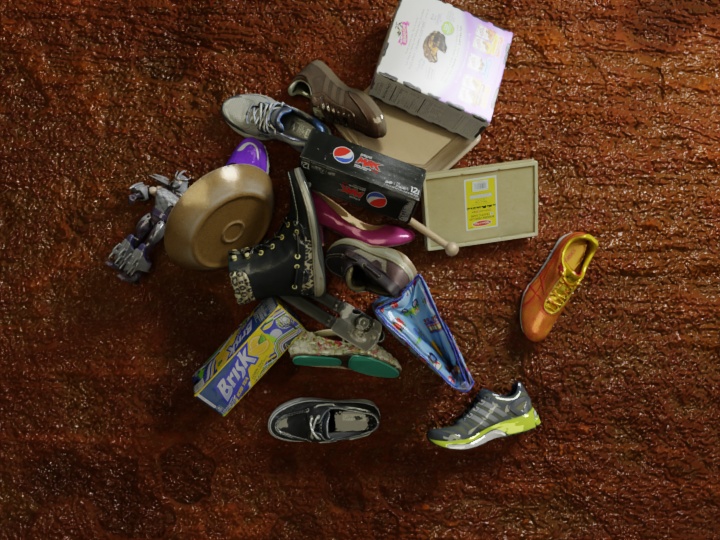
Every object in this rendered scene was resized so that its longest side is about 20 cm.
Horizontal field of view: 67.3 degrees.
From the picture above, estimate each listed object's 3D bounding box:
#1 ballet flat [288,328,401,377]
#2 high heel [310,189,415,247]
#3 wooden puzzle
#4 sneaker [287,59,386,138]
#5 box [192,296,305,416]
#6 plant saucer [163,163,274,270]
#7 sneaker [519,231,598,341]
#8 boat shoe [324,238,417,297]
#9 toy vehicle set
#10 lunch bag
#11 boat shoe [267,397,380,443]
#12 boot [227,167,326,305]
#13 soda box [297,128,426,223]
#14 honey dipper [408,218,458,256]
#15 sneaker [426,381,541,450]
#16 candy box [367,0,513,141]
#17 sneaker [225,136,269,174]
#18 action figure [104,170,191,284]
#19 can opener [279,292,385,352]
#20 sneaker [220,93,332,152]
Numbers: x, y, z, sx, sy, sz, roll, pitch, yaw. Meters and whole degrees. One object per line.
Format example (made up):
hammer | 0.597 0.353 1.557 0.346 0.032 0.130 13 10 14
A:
ballet flat | -0.023 0.133 0.916 0.194 0.076 0.065 10 57 -6
high heel | -0.005 -0.090 0.906 0.194 0.068 0.099 1 101 3
wooden puzzle | 0.078 -0.240 0.927 0.184 0.037 0.201 -40 87 1
sneaker | -0.040 -0.263 0.880 0.075 0.071 0.200 -38 61 -13
box | -0.188 0.139 0.902 0.200 0.064 0.070 -46 119 1
plant saucer | -0.207 -0.070 0.844 0.200 0.200 0.035 -46 65 0
sneaker | 0.328 0.025 0.911 0.071 0.077 0.204 24 92 -3
boat shoe | 0.000 0.000 0.834 0.065 0.197 0.073 -47 125 -25
toy vehicle set | 0.200 -0.110 0.907 0.194 0.027 0.128 -7 109 -4
lunch bag | 0.110 0.112 0.871 0.093 0.151 0.202 -36 91 0
boat shoe | -0.063 0.258 0.913 0.194 0.068 0.074 -1 91 0
boot | -0.136 -0.045 0.839 0.149 0.074 0.209 -9 112 -3
soda box | 0.001 -0.149 0.857 0.195 0.064 0.072 20 55 -2
honey dipper | 0.080 -0.086 0.893 0.198 0.038 0.038 35 91 19
sneaker | 0.203 0.248 0.923 0.195 0.074 0.083 -15 82 -6
candy box | 0.129 -0.334 0.877 0.195 0.072 0.172 21 76 -7
sneaker | -0.213 -0.126 0.888 0.068 0.100 0.204 25 93 3
action figure | -0.342 -0.079 0.900 0.128 0.069 0.203 30 87 23
can opener | -0.047 0.071 0.913 0.197 0.067 0.054 29 86 20
sneaker | -0.140 -0.252 0.896 0.195 0.085 0.079 16 91 0
